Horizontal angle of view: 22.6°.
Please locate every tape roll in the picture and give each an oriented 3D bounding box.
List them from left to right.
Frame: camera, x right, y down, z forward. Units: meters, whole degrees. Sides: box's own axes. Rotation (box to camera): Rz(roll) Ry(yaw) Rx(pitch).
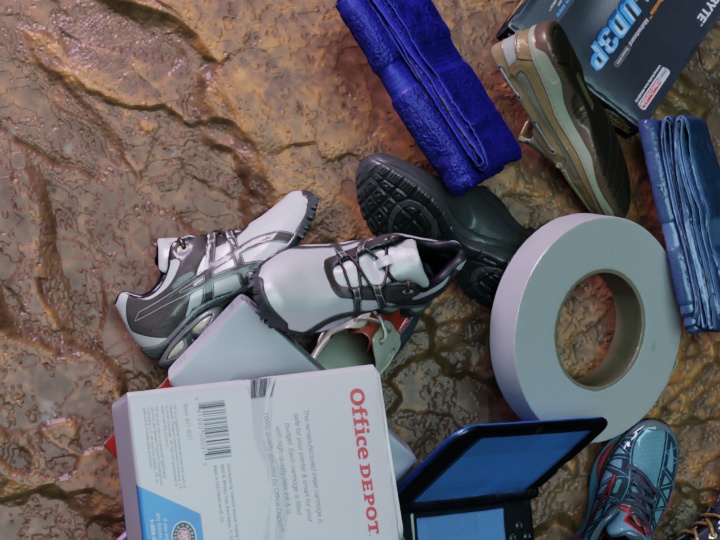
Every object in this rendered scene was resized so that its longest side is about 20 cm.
[{"bbox_3d":[0.200,0.050,1.579,0.202,0.037,0.203,-6,100,-36],"label":"tape roll"}]

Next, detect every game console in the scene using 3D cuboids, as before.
[{"bbox_3d":[0.113,0.214,1.496,0.200,0.118,0.171,1,82,-45],"label":"game console"}]

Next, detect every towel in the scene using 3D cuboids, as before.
[{"bbox_3d":[0.068,-0.169,1.575,0.049,0.148,0.200,-31,91,28],"label":"towel"},{"bbox_3d":[0.307,-0.043,1.627,0.048,0.112,0.201,-16,83,27],"label":"towel"}]

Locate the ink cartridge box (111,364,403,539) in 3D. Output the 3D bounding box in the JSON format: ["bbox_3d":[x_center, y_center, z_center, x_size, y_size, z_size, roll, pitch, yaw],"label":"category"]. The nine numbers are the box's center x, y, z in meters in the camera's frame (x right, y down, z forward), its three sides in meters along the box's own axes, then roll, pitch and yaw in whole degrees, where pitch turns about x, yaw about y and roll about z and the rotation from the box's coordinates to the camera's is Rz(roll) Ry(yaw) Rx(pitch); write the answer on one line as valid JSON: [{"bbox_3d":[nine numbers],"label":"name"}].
[{"bbox_3d":[-0.081,0.158,1.390,0.199,0.084,0.146,-5,81,-17],"label":"ink cartridge box"}]

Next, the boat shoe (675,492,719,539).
[{"bbox_3d":[0.315,0.241,1.602,0.091,0.071,0.201,15,81,-14],"label":"boat shoe"}]

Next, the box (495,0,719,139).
[{"bbox_3d":[0.244,-0.248,1.668,0.159,0.046,0.200,38,76,-5],"label":"box"}]

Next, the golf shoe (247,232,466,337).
[{"bbox_3d":[0.000,0.000,1.478,0.200,0.094,0.078,-11,75,-42],"label":"golf shoe"}]

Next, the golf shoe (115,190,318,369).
[{"bbox_3d":[-0.121,-0.010,1.532,0.094,0.078,0.200,44,75,-4],"label":"golf shoe"}]

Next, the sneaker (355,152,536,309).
[{"bbox_3d":[0.079,-0.045,1.586,0.200,0.076,0.091,36,42,-21],"label":"sneaker"}]

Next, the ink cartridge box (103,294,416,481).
[{"bbox_3d":[-0.084,0.149,1.486,0.200,0.044,0.174,43,92,-11],"label":"ink cartridge box"}]

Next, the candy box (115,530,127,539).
[{"bbox_3d":[-0.103,0.268,1.478,0.136,0.061,0.200,-41,94,26],"label":"candy box"}]

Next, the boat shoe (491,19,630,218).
[{"bbox_3d":[0.178,-0.128,1.621,0.076,0.072,0.200,-16,112,27],"label":"boat shoe"}]

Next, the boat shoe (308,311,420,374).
[{"bbox_3d":[-0.005,0.065,1.562,0.071,0.063,0.200,40,75,-2],"label":"boat shoe"}]

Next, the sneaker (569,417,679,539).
[{"bbox_3d":[0.236,0.223,1.575,0.079,0.096,0.200,27,78,-9],"label":"sneaker"}]
